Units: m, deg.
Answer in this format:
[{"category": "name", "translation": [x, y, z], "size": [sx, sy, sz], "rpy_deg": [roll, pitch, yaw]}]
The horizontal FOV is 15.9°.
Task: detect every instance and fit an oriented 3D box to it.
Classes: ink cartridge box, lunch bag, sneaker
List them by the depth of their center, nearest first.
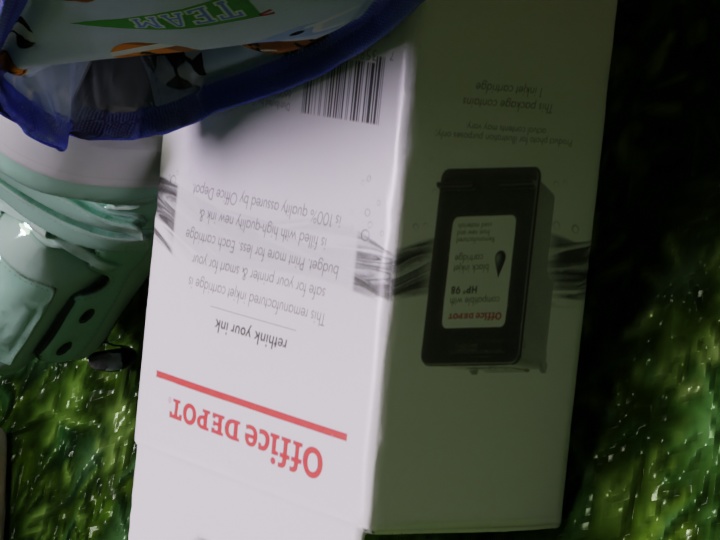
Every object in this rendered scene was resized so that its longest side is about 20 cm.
[{"category": "lunch bag", "translation": [-0.052, -0.130, 0.610], "size": [0.200, 0.124, 0.170], "rpy_deg": [147, 120, -72]}, {"category": "ink cartridge box", "translation": [0.000, 0.000, 0.689], "size": [0.116, 0.067, 0.201], "rpy_deg": [14, 100, 54]}, {"category": "sneaker", "translation": [-0.092, -0.011, 0.797], "size": [0.118, 0.074, 0.200], "rpy_deg": [-57, -5, 8]}]

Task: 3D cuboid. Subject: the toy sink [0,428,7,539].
[{"category": "toy sink", "translation": [-0.235, 0.123, 0.908], "size": [0.200, 0.130, 0.112], "rpy_deg": [-36, 42, 34]}]
